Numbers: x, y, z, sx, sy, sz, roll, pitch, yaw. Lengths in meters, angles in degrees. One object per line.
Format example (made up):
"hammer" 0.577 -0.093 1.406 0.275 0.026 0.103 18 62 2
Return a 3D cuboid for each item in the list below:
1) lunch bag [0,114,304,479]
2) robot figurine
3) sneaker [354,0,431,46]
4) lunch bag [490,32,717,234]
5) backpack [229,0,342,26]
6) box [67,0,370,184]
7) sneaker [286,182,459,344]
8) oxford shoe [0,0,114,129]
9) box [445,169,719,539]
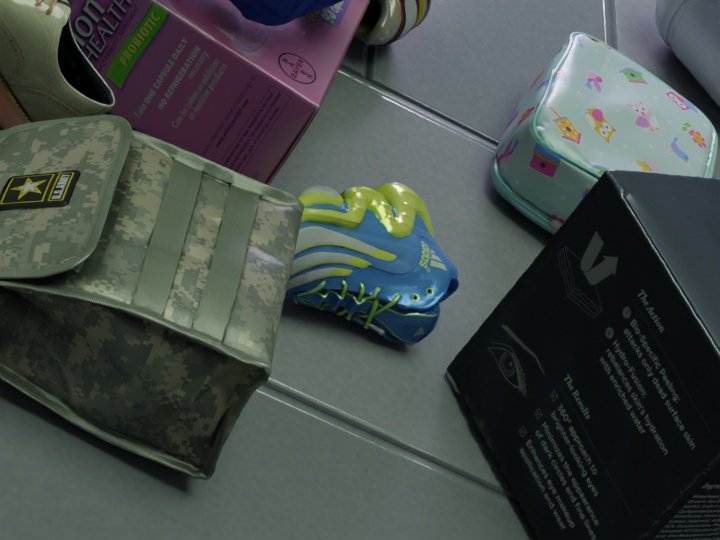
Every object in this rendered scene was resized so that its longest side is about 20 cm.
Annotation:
"lunch bag" -0.147 0.000 1.442 0.199 0.118 0.164 23 36 -9
"robot figurine" 0.325 -0.197 2.090 0.200 0.113 0.170 53 -1 22
"sneaker" -0.036 -0.249 1.866 0.200 0.075 0.090 41 29 7
"lunch bag" 0.188 -0.081 1.865 0.160 0.077 0.200 35 34 -5
"backpack" -0.067 -0.259 1.614 0.167 0.163 0.200 -29 77 -31
"box" -0.112 -0.173 1.690 0.200 0.097 0.176 32 35 -6
"sneaker" 0.000 0.000 1.605 0.105 0.076 0.200 49 35 16
"oxford shoe" -0.217 -0.168 1.524 0.071 0.074 0.200 -81 150 -46
"box" 0.184 0.076 1.567 0.117 0.200 0.197 3 47 -40
